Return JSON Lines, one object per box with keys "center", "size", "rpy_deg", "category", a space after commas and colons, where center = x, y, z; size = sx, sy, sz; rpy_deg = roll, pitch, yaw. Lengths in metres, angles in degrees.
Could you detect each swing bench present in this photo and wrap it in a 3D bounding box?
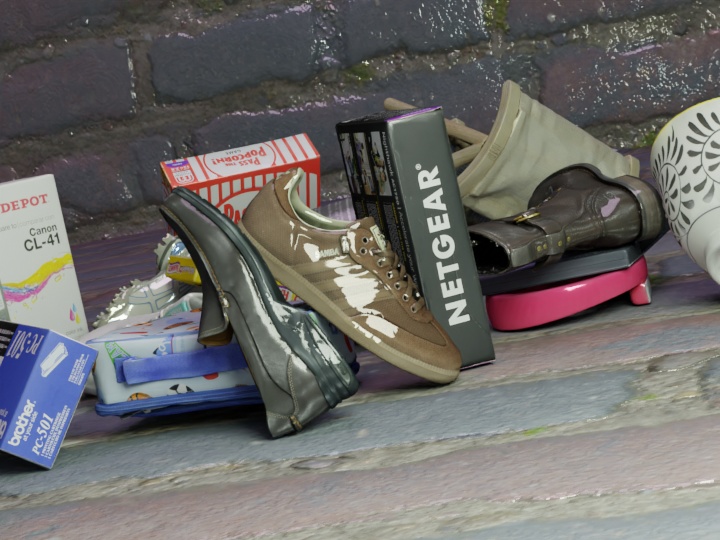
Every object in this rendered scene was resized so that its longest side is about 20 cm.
{"center": [0.139, -0.088, 1.769], "size": [0.198, 0.130, 0.200], "rpy_deg": [26, -16, -36], "category": "swing bench"}

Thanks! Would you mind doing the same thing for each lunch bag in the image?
{"center": [-0.109, 0.069, 1.342], "size": [0.199, 0.076, 0.160], "rpy_deg": [-9, 3, 15], "category": "lunch bag"}

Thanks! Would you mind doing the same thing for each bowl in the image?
{"center": [0.317, -0.039, 1.357], "size": [0.200, 0.201, 0.095], "rpy_deg": [-7, 51, 32], "category": "bowl"}

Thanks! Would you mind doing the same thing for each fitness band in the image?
{"center": [0.181, 0.015, 1.532], "size": [0.143, 0.038, 0.200], "rpy_deg": [-10, 5, 9], "category": "fitness band"}

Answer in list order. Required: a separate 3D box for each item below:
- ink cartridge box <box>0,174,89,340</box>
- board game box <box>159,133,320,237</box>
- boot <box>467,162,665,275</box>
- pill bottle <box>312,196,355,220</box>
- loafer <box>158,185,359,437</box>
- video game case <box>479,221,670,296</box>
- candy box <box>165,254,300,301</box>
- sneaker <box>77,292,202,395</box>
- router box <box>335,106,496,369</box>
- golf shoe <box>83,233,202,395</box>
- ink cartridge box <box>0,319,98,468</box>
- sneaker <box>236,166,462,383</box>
{"center": [-0.333, 0.025, 1.581], "size": [0.085, 0.201, 0.147], "rpy_deg": [-5, 9, 44], "category": "ink cartridge box"}
{"center": [-0.116, -0.028, 1.736], "size": [0.151, 0.201, 0.046], "rpy_deg": [-13, 39, -16], "category": "board game box"}
{"center": [0.140, -0.038, 1.471], "size": [0.173, 0.070, 0.200], "rpy_deg": [-16, 8, -23], "category": "boot"}
{"center": [-0.034, -0.002, 1.671], "size": [0.199, 0.116, 0.116], "rpy_deg": [-17, 6, 5], "category": "pill bottle"}
{"center": [-0.087, 0.026, 1.229], "size": [0.072, 0.200, 0.073], "rpy_deg": [-38, -20, -6], "category": "loafer"}
{"center": [0.189, -0.014, 1.555], "size": [0.142, 0.019, 0.200], "rpy_deg": [-12, 7, 22], "category": "video game case"}
{"center": [-0.066, 0.023, 1.550], "size": [0.199, 0.027, 0.102], "rpy_deg": [16, -1, -20], "category": "candy box"}
{"center": [-0.158, 0.052, 1.486], "size": [0.199, 0.076, 0.089], "rpy_deg": [-10, -27, 0], "category": "sneaker"}
{"center": [0.042, -0.026, 1.387], "size": [0.051, 0.201, 0.149], "rpy_deg": [-15, 8, -15], "category": "router box"}
{"center": [-0.175, 0.046, 1.583], "size": [0.200, 0.097, 0.078], "rpy_deg": [-51, -8, -16], "category": "golf shoe"}
{"center": [-0.264, 0.090, 1.342], "size": [0.044, 0.094, 0.200], "rpy_deg": [25, -10, -23], "category": "ink cartridge box"}
{"center": [0.002, 0.004, 1.285], "size": [0.076, 0.200, 0.070], "rpy_deg": [-55, 0, 12], "category": "sneaker"}
